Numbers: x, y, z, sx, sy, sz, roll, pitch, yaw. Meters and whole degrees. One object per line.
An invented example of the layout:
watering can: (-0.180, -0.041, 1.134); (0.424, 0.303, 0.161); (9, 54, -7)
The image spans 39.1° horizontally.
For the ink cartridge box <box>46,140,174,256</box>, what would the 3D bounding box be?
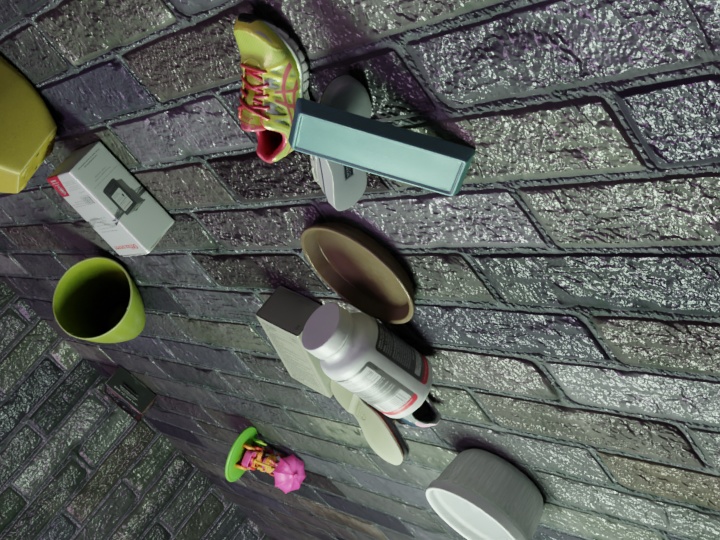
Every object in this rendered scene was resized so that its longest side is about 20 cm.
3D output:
ink cartridge box: (-0.450, -0.125, 1.828); (0.200, 0.084, 0.145); (49, 155, -23)

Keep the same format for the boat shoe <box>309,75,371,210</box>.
boat shoe: (-0.031, -0.155, 1.179); (0.066, 0.072, 0.200); (44, 160, 27)

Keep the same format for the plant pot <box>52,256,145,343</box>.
plant pot: (-0.569, 0.089, 2.313); (0.187, 0.188, 0.200); (31, 170, 19)

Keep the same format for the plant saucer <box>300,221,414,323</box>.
plant saucer: (0.000, 0.000, 1.460); (0.199, 0.030, 0.200); (32, 155, 17)

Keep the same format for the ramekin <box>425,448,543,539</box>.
ramekin: (0.223, 0.400, 1.758); (0.200, 0.105, 0.201); (32, 155, 17)

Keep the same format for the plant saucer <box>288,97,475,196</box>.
plant saucer: (0.020, -0.130, 1.098); (0.199, 0.019, 0.070); (15, 141, -3)

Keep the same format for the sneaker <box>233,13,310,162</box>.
sneaker: (-0.108, -0.203, 1.172); (0.078, 0.090, 0.201); (24, 151, 34)

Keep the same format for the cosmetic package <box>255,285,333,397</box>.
cosmetic package: (-0.097, 0.127, 1.776); (0.103, 0.073, 0.201); (25, 153, 31)

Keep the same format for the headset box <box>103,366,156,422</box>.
headset box: (-0.720, 0.387, 3.168); (0.149, 0.077, 0.200); (40, 158, -2)

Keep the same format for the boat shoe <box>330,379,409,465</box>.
boat shoe: (0.027, 0.248, 1.755); (0.200, 0.062, 0.071); (48, 135, 30)

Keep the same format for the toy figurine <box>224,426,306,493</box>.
toy figurine: (-0.224, 0.508, 2.617); (0.183, 0.151, 0.200); (20, 174, 19)

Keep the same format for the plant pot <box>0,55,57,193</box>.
plant pot: (-0.650, -0.247, 1.782); (0.200, 0.196, 0.194); (35, 158, -9)

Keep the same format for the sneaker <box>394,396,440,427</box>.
sneaker: (0.064, 0.188, 1.666); (0.082, 0.070, 0.200); (5, 146, 46)

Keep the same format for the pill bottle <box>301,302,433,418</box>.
pill bottle: (0.009, 0.132, 1.533); (0.200, 0.111, 0.110); (38, 161, -32)
